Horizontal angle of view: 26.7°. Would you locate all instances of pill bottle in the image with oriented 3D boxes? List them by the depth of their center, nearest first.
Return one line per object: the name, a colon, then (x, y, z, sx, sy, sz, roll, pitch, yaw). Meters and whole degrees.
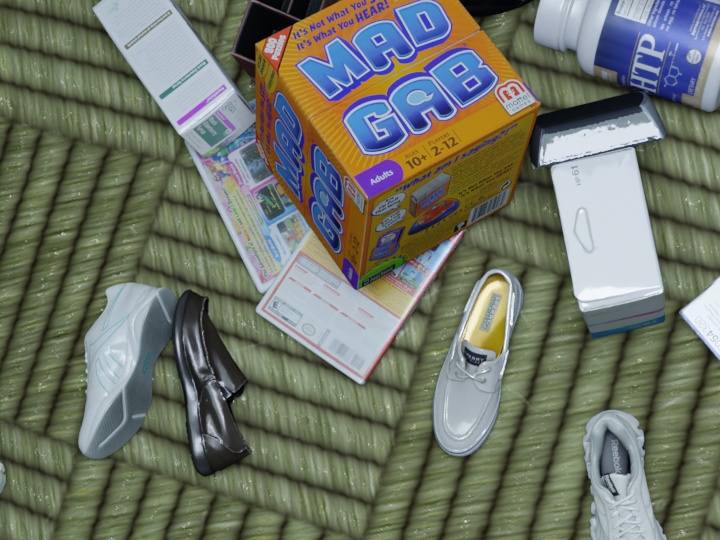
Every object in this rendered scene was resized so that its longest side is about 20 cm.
pill bottle: (0.287, -0.247, 1.558, 0.200, 0.120, 0.120, 20, 85, 16)

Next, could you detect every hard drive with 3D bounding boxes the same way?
hard drive: (0.232, -0.143, 1.510, 0.135, 0.200, 0.042, -13, 99, 9)

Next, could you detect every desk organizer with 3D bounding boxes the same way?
desk organizer: (-0.069, -0.302, 1.655, 0.072, 0.077, 0.200, 14, 78, 20)

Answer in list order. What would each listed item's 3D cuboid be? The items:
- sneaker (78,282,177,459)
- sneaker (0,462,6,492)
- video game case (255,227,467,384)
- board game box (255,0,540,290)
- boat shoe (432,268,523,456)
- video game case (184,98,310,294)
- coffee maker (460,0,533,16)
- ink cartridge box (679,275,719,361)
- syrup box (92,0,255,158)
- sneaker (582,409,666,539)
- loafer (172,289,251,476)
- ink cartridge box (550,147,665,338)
sneaker: (-0.267, 0.108, 1.655, 0.080, 0.070, 0.201, 15, 81, 30)
sneaker: (-0.483, 0.271, 1.658, 0.077, 0.085, 0.200, 42, 92, 16)
video game case: (0.000, 0.000, 1.614, 0.143, 0.017, 0.200, 34, 91, 12)
board game box: (0.030, -0.143, 1.518, 0.200, 0.200, 0.200, -29, 70, -17)
boat shoe: (0.120, 0.093, 1.562, 0.071, 0.070, 0.200, 18, 85, 15)
video game case: (-0.073, -0.103, 1.664, 0.182, 0.024, 0.200, -29, 77, 7)
coffee maker: (0.135, -0.376, 1.598, 0.192, 0.135, 0.200, -3, 88, -5)
ink cartridge box: (0.456, 0.053, 1.510, 0.200, 0.043, 0.196, -40, 76, 6)
syrup box: (-0.204, -0.227, 1.671, 0.081, 0.079, 0.200, -36, 67, 4)
sneaker: (0.260, 0.237, 1.503, 0.075, 0.081, 0.200, -13, 79, 8)
loafer: (-0.155, 0.117, 1.626, 0.071, 0.073, 0.200, -10, 84, 1)
ink cartridge box: (0.245, -0.023, 1.487, 0.084, 0.200, 0.145, -12, 78, 11)
